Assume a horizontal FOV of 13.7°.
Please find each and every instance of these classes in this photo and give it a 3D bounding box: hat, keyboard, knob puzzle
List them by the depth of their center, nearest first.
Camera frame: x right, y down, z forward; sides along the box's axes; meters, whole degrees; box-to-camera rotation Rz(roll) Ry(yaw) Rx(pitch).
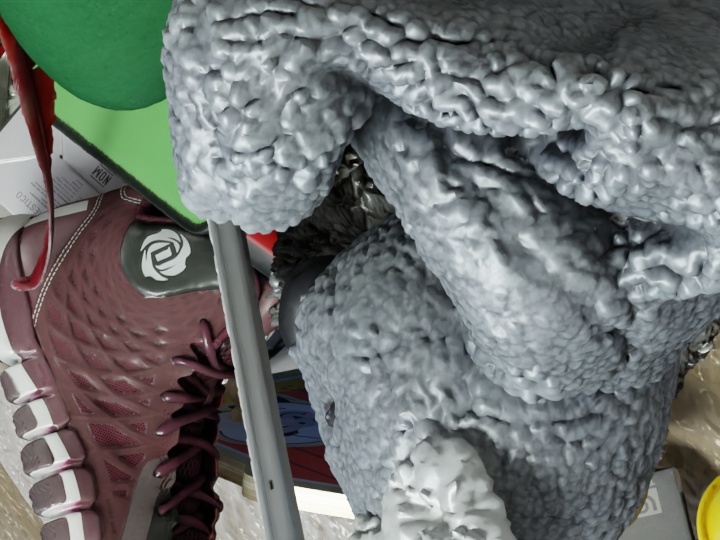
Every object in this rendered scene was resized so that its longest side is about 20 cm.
[{"bbox_3d":[-0.031,0.039,0.923,0.056,0.011,0.200,78,180,-47],"label":"keyboard"},{"bbox_3d":[-0.095,-0.064,0.961,0.165,0.176,0.200,24,-174,37],"label":"hat"},{"bbox_3d":[0.029,0.061,1.189,0.219,0.219,0.031,19,109,45],"label":"knob puzzle"}]

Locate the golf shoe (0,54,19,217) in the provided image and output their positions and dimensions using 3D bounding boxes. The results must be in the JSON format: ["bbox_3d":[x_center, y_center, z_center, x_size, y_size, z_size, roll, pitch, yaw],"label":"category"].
[{"bbox_3d":[-0.161,-0.082,1.323,0.088,0.077,0.200,-36,65,53],"label":"golf shoe"}]

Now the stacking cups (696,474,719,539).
[{"bbox_3d":[0.184,0.055,1.080,0.061,0.060,0.200,44,148,10],"label":"stacking cups"}]

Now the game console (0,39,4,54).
[{"bbox_3d":[-0.194,-0.164,1.153,0.119,0.200,0.172,18,131,-27],"label":"game console"}]

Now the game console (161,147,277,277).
[{"bbox_3d":[0.000,0.000,1.161,0.200,0.172,0.119,36,130,-12],"label":"game console"}]

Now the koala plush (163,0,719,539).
[{"bbox_3d":[0.044,0.008,0.825,0.183,0.177,0.200,17,117,14],"label":"koala plush"}]

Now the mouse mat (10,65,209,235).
[{"bbox_3d":[-0.054,-0.128,1.059,0.008,0.200,0.161,13,-164,-39],"label":"mouse mat"}]

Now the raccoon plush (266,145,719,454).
[{"bbox_3d":[0.036,0.001,0.973,0.134,0.097,0.200,25,180,25],"label":"raccoon plush"}]

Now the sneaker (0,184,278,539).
[{"bbox_3d":[-0.064,0.055,1.102,0.200,0.115,0.076,68,-167,10],"label":"sneaker"}]

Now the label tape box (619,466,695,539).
[{"bbox_3d":[0.126,0.204,1.208,0.144,0.063,0.200,73,-174,-51],"label":"label tape box"}]

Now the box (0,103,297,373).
[{"bbox_3d":[-0.074,-0.012,1.252,0.117,0.060,0.200,41,-177,14],"label":"box"}]
